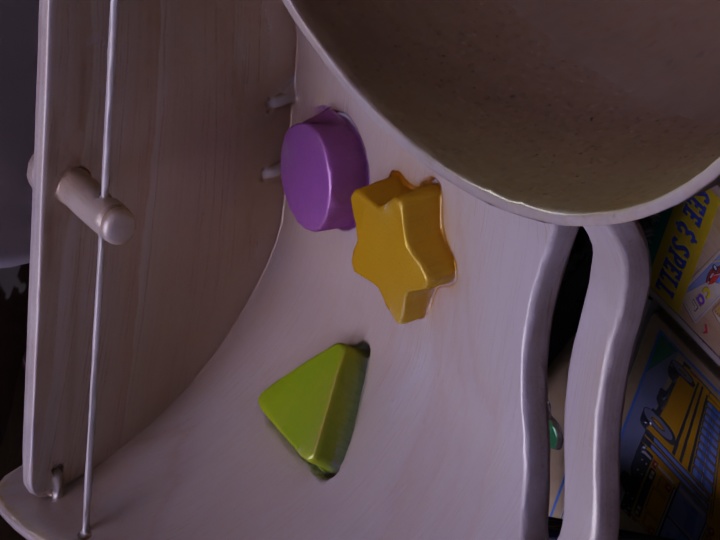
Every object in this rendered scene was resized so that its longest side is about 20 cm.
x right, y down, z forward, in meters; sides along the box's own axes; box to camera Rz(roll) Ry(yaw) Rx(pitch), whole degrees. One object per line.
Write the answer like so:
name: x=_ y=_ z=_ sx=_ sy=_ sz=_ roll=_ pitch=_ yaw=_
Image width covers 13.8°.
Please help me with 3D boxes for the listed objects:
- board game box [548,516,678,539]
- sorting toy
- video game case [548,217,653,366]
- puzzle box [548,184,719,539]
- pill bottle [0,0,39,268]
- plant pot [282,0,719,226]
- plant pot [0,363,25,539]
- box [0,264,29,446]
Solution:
board game box: x=0.097 y=0.139 z=0.736 sx=0.200 sy=0.035 sz=0.136 roll=6 pitch=94 yaw=41
sorting toy: x=0.000 y=0.000 z=0.724 sx=0.180 sy=0.107 sz=0.200 roll=34 pitch=129 yaw=43
video game case: x=0.000 y=-0.038 z=0.833 sx=0.181 sy=0.025 sz=0.200 roll=67 pitch=152 yaw=21
puzzle box: x=0.074 y=0.040 z=0.800 sx=0.133 sy=0.025 sz=0.200 roll=47 pitch=143 yaw=29
pill bottle: x=-0.150 y=-0.086 z=0.818 sx=0.200 sy=0.114 sz=0.115 roll=27 pitch=131 yaw=35
plant pot: x=0.070 y=-0.126 z=0.600 sx=0.200 sy=0.134 sz=0.201 roll=34 pitch=136 yaw=41
plant pot: x=-0.180 y=0.065 z=1.034 sx=0.200 sy=0.093 sz=0.201 roll=-2 pitch=86 yaw=31
box: x=-0.233 y=0.017 z=0.920 sx=0.200 sy=0.164 sz=0.166 roll=24 pitch=99 yaw=30
